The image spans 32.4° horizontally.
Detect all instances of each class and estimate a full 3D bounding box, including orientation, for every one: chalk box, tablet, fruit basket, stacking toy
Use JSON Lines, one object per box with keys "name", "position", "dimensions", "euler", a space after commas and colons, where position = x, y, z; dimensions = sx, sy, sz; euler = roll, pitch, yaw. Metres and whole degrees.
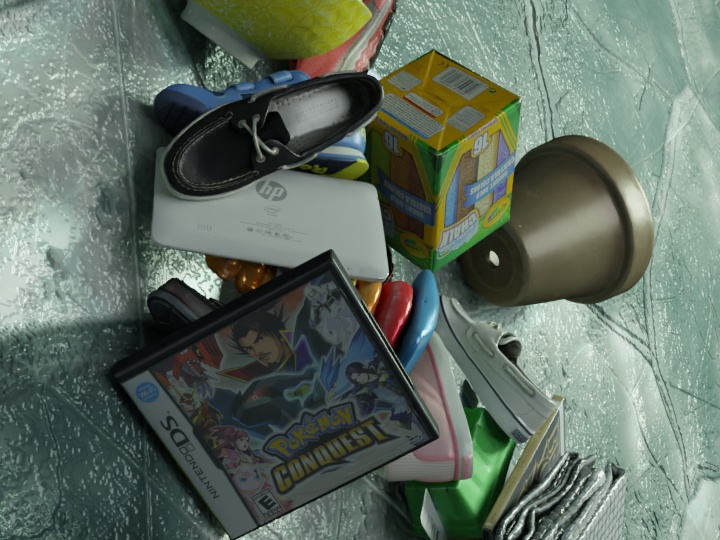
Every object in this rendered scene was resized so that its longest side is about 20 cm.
{"name": "chalk box", "position": [0.070, -0.091, 1.238], "dimensions": [0.124, 0.124, 0.201], "euler": [-33, 142, -31]}
{"name": "tablet", "position": [-0.076, -0.050, 1.051], "dimensions": [0.199, 0.014, 0.131], "euler": [10, 40, -15]}
{"name": "fruit basket", "position": [0.115, 0.246, 1.285], "dimensions": [0.186, 0.093, 0.201], "euler": [-66, 144, -41]}
{"name": "stacking toy", "position": [-0.043, 0.029, 1.052], "dimensions": [0.199, 0.110, 0.116], "euler": [26, 35, -9]}

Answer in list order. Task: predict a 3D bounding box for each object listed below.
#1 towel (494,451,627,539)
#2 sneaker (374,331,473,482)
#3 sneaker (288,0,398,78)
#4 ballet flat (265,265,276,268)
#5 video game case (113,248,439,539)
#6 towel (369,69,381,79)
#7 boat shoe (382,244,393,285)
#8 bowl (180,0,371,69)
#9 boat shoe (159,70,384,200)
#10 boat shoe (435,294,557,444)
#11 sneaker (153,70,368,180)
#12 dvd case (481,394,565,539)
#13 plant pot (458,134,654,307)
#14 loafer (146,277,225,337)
{"name": "towel", "position": [0.192, 0.291, 1.227], "dimensions": [0.200, 0.085, 0.167], "euler": [-36, 132, -52]}
{"name": "sneaker", "position": [0.042, 0.131, 1.220], "dimensions": [0.201, 0.104, 0.076], "euler": [-103, -173, -54]}
{"name": "sneaker", "position": [-0.027, -0.223, 1.233], "dimensions": [0.086, 0.074, 0.201], "euler": [27, 60, -2]}
{"name": "ballet flat", "position": [-0.069, -0.043, 1.133], "dimensions": [0.067, 0.046, 0.201], "euler": [3, 67, -8]}
{"name": "video game case", "position": [-0.065, 0.104, 0.991], "dimensions": [0.181, 0.199, 0.026], "euler": [59, 10, -20]}
{"name": "towel", "position": [0.017, -0.143, 1.324], "dimensions": [0.200, 0.024, 0.148], "euler": [32, 55, -44]}
{"name": "boat shoe", "position": [-0.001, 0.002, 1.218], "dimensions": [0.202, 0.063, 0.074], "euler": [59, 36, -24]}
{"name": "bowl", "position": [-0.099, -0.248, 1.115], "dimensions": [0.200, 0.200, 0.108], "euler": [33, 95, -42]}
{"name": "boat shoe", "position": [-0.070, -0.115, 1.029], "dimensions": [0.199, 0.060, 0.074], "euler": [-22, 96, -22]}
{"name": "boat shoe", "position": [0.137, 0.088, 1.293], "dimensions": [0.072, 0.066, 0.200], "euler": [38, 15, -43]}
{"name": "sneaker", "position": [-0.086, -0.137, 1.102], "dimensions": [0.199, 0.074, 0.083], "euler": [13, 72, -23]}
{"name": "dvd case", "position": [0.173, 0.247, 1.279], "dimensions": [0.200, 0.016, 0.149], "euler": [-52, 144, -44]}
{"name": "plant pot", "position": [0.208, -0.037, 1.429], "dimensions": [0.174, 0.200, 0.201], "euler": [-24, 98, -35]}
{"name": "loafer", "position": [-0.094, 0.074, 1.038], "dimensions": [0.200, 0.072, 0.063], "euler": [48, 58, -16]}
